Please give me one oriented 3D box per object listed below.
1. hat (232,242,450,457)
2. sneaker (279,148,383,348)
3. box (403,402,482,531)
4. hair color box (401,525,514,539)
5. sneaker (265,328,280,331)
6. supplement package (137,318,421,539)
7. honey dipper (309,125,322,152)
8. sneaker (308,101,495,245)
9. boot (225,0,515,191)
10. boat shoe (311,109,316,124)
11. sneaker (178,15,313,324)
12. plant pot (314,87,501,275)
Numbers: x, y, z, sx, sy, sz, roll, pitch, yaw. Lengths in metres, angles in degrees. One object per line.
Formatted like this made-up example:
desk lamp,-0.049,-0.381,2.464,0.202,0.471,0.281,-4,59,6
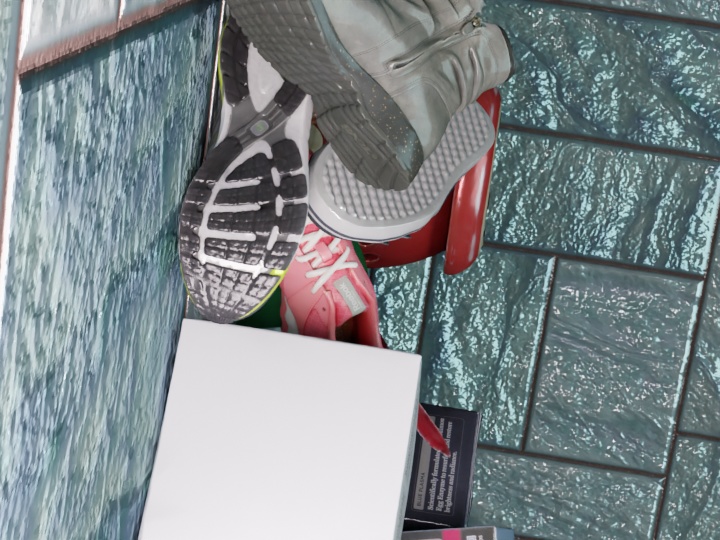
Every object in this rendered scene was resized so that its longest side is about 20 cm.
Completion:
hat,0.000,0.000,1.275,0.166,0.176,0.200,-75,173,-64
sneaker,-0.024,-0.007,1.133,0.087,0.074,0.200,32,-31,54
box,-0.015,0.200,1.372,0.197,0.200,0.117,95,5,-49
hair color box,0.013,0.243,1.241,0.061,0.200,0.099,27,58,-68
sneaker,-0.043,0.032,1.476,0.200,0.085,0.073,24,77,-85
supplement package,-0.045,0.135,1.092,0.200,0.152,0.151,87,13,-75
honey dipper,-0.039,-0.129,1.277,0.200,0.038,0.038,108,-6,-60
sneaker,0.014,-0.054,1.098,0.079,0.078,0.200,-40,175,37
boot,0.005,-0.155,0.975,0.131,0.068,0.200,-51,124,-28
boat shoe,-0.015,-0.123,1.102,0.076,0.072,0.200,-53,-170,-29
sneaker,-0.061,-0.059,1.012,0.081,0.074,0.200,100,2,-69
plant pot,0.025,-0.097,1.478,0.200,0.182,0.201,7,90,-85
